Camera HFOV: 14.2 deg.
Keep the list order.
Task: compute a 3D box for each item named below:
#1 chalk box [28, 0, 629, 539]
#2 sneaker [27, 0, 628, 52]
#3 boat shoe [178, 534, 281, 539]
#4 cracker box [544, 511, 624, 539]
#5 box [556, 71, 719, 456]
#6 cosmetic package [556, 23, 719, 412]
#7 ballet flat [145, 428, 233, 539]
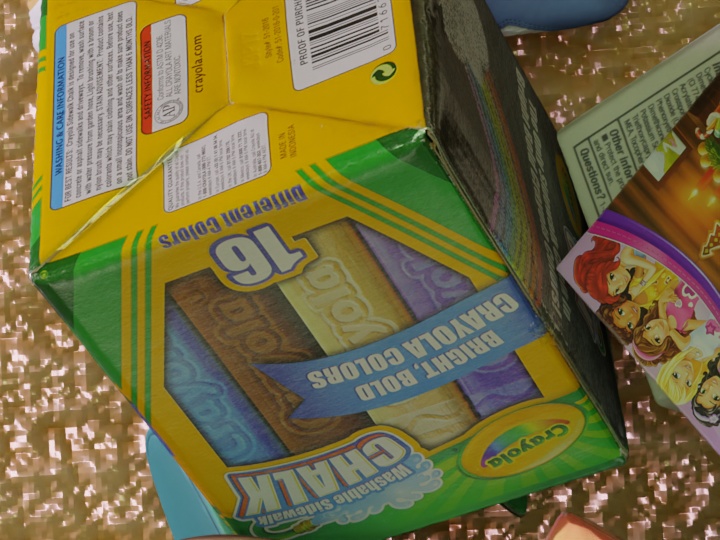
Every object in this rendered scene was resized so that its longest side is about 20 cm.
[{"bbox_3d":[0.000,0.000,0.872,0.124,0.200,0.125,-18,45,14],"label":"chalk box"},{"bbox_3d":[-0.006,-0.072,0.946,0.200,0.075,0.088,-5,102,10],"label":"sneaker"},{"bbox_3d":[0.026,0.130,0.876,0.200,0.071,0.065,16,73,-29],"label":"boat shoe"},{"bbox_3d":[0.067,0.186,0.797,0.134,0.058,0.200,29,86,12],"label":"cracker box"},{"bbox_3d":[0.161,0.019,0.774,0.200,0.039,0.137,50,114,27],"label":"box"},{"bbox_3d":[0.171,-0.041,0.855,0.200,0.087,0.104,-32,60,29],"label":"cosmetic package"},{"bbox_3d":[-0.006,0.129,0.934,0.064,0.067,0.200,-21,83,-22],"label":"ballet flat"}]
